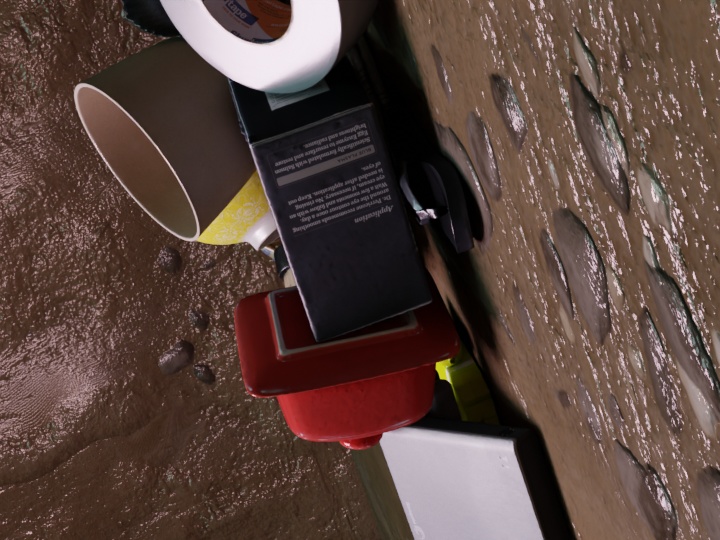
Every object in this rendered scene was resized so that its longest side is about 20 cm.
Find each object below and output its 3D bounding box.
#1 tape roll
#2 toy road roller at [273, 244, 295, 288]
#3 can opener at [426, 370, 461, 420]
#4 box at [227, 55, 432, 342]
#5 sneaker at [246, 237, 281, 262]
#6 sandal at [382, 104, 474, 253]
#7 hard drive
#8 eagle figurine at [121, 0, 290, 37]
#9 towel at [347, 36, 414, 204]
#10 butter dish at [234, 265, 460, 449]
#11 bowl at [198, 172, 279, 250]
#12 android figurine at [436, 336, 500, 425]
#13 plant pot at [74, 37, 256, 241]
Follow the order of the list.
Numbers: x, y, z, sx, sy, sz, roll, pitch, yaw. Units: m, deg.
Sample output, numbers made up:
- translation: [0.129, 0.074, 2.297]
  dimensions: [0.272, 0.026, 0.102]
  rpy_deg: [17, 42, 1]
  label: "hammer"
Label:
- translation: [-0.083, -0.253, 1.303]
  dimensions: [0.199, 0.066, 0.202]
  rpy_deg: [24, 140, 21]
  label: "tape roll"
- translation: [0.000, 0.000, 1.630]
  dimensions: [0.200, 0.144, 0.124]
  rpy_deg: [126, 134, -61]
  label: "toy road roller"
- translation: [0.081, 0.188, 1.531]
  dimensions: [0.053, 0.066, 0.202]
  rpy_deg: [40, 149, 50]
  label: "can opener"
- translation: [-0.030, -0.078, 1.398]
  dimensions: [0.197, 0.116, 0.202]
  rpy_deg: [-112, 4, -63]
  label: "box"
- translation: [-0.091, -0.035, 1.813]
  dimensions: [0.199, 0.067, 0.090]
  rpy_deg: [33, 167, 32]
  label: "sneaker"
- translation: [0.052, -0.073, 1.333]
  dimensions: [0.201, 0.042, 0.077]
  rpy_deg: [-121, 12, -56]
  label: "sandal"
- translation: [0.105, 0.207, 1.440]
  dimensions: [0.199, 0.033, 0.141]
  rpy_deg: [0, 114, 53]
  label: "hard drive"
- translation: [-0.119, -0.289, 1.489]
  dimensions: [0.199, 0.151, 0.153]
  rpy_deg: [-21, 52, 52]
  label: "eagle figurine"
- translation: [0.002, -0.156, 1.529]
  dimensions: [0.193, 0.034, 0.202]
  rpy_deg: [161, 89, -84]
  label: "towel"
- translation: [-0.009, 0.099, 1.444]
  dimensions: [0.200, 0.197, 0.150]
  rpy_deg: [-110, 9, -64]
  label: "butter dish"
- translation: [-0.117, -0.089, 1.699]
  dimensions: [0.108, 0.200, 0.200]
  rpy_deg: [49, 172, 4]
  label: "bowl"
- translation: [0.100, 0.124, 1.586]
  dimensions: [0.201, 0.041, 0.183]
  rpy_deg: [-115, 8, -46]
  label: "android figurine"
- translation: [-0.149, -0.164, 1.529]
  dimensions: [0.187, 0.200, 0.188]
  rpy_deg: [42, 158, 20]
  label: "plant pot"
